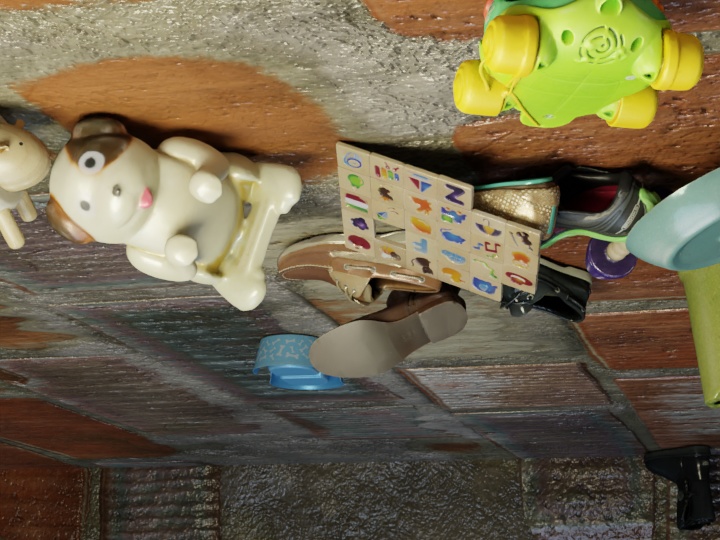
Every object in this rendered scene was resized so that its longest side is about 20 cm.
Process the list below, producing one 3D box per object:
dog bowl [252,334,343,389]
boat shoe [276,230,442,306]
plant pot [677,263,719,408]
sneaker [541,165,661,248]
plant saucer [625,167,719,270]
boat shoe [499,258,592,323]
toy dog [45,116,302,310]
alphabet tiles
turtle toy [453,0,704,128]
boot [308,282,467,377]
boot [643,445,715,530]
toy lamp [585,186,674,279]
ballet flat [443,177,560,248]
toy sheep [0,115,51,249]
[{"bbox_3d":[-0.090,0.135,2.332,0.111,0.050,0.200,-2,166,12],"label":"dog bowl"},{"bbox_3d":[0.000,0.000,1.747,0.200,0.072,0.076,-5,165,22],"label":"boat shoe"},{"bbox_3d":[0.435,0.055,1.711,0.200,0.184,0.200,0,165,0],"label":"plant pot"},{"bbox_3d":[0.186,-0.067,1.514,0.200,0.077,0.084,-8,141,32],"label":"sneaker"},{"bbox_3d":[0.342,-0.049,1.457,0.200,0.036,0.200,-20,160,-7],"label":"plant saucer"},{"bbox_3d":[0.192,0.024,1.840,0.199,0.066,0.074,14,161,-42],"label":"boat shoe"},{"bbox_3d":[-0.182,-0.070,1.418,0.200,0.140,0.194,15,-163,-48],"label":"toy dog"},{"bbox_3d":[0.073,-0.039,1.477,0.200,0.008,0.167,19,150,15],"label":"alphabet tiles"},{"bbox_3d":[0.137,-0.155,1.073,0.146,0.101,0.200,4,166,-11],"label":"turtle toy"},{"bbox_3d":[0.033,0.053,1.805,0.186,0.064,0.200,-15,-167,3],"label":"boot"},{"bbox_3d":[0.668,0.462,3.331,0.076,0.168,0.200,8,165,-26],"label":"boot"},{"bbox_3d":[0.277,-0.033,1.640,0.058,0.058,0.200,3,163,-8],"label":"toy lamp"},{"bbox_3d":[0.102,-0.051,1.493,0.070,0.065,0.200,-9,-174,-42],"label":"ballet flat"},{"bbox_3d":[-0.358,-0.076,1.352,0.200,0.138,0.138,-15,163,10],"label":"toy sheep"}]
